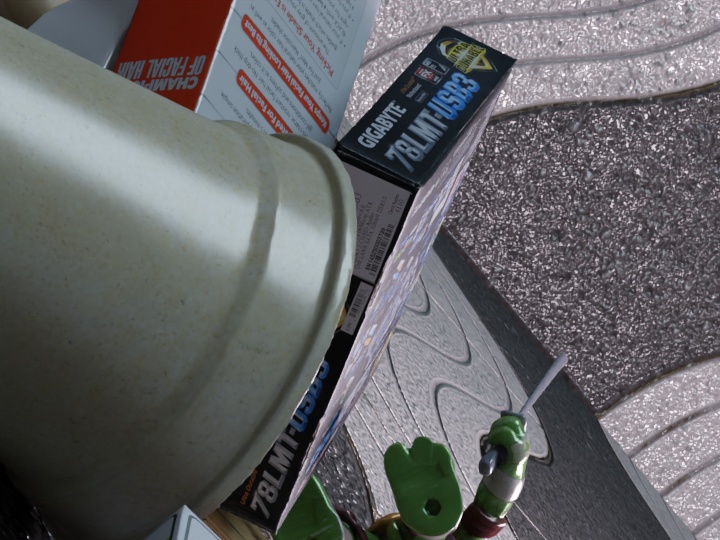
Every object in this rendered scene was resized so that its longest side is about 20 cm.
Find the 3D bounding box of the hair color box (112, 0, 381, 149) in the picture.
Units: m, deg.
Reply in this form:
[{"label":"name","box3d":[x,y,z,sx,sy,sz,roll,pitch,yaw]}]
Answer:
[{"label":"hair color box","box3d":[-0.058,-0.100,1.351,0.111,0.064,0.201,51,46,-45]}]

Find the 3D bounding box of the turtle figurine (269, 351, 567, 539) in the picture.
[{"label":"turtle figurine","box3d":[0.012,0.109,1.481,0.143,0.201,0.194,15,-8,11]}]

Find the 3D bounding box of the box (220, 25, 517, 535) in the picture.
[{"label":"box","box3d":[0.000,0.000,1.363,0.049,0.199,0.200,27,27,5]}]

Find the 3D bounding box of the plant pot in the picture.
[{"label":"plant pot","box3d":[-0.135,-0.012,1.128,0.183,0.201,0.201,33,16,-30]}]

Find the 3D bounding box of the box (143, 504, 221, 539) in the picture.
[{"label":"box","box3d":[-0.021,0.193,1.047,0.200,0.060,0.117,44,13,-10]}]

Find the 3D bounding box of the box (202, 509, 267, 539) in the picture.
[{"label":"box","box3d":[-0.061,0.152,1.334,0.200,0.021,0.163,54,8,10]}]

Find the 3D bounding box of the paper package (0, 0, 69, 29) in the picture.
[{"label":"paper package","box3d":[-0.179,-0.106,1.548,0.200,0.103,0.191,56,9,36]}]

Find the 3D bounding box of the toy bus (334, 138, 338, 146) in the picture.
[{"label":"toy bus","box3d":[-0.085,-0.065,1.703,0.200,0.135,0.192,59,2,39]}]

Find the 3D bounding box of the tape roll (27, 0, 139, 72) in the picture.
[{"label":"tape roll","box3d":[-0.101,-0.042,1.401,0.202,0.070,0.204,6,83,-56]}]
